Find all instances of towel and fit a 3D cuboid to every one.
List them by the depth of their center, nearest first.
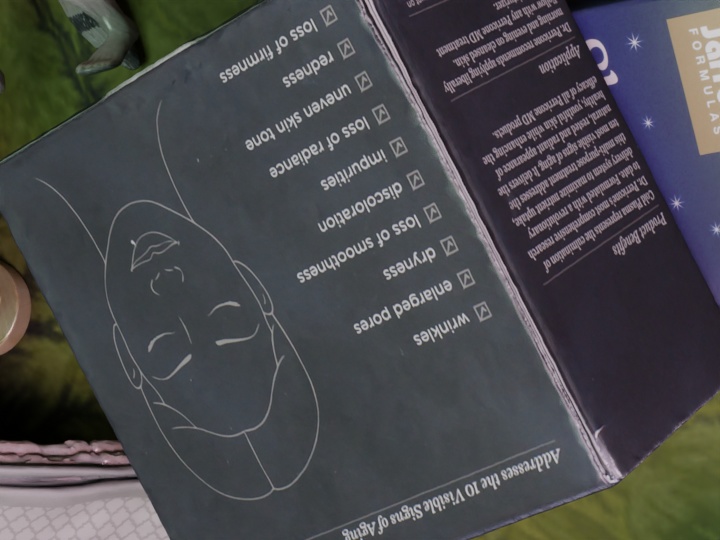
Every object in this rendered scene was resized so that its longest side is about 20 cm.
[{"bbox_3d":[-0.178,0.155,1.008,0.032,0.199,0.192,55,132,43],"label":"towel"}]

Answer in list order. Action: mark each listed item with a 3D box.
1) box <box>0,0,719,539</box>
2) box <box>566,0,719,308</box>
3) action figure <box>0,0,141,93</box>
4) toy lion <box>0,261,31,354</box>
[{"bbox_3d":[0.000,0.000,0.840,0.199,0.124,0.198,-25,92,38],"label":"box"},{"bbox_3d":[0.097,-0.043,0.860,0.199,0.032,0.122,-9,103,32],"label":"box"},{"bbox_3d":[-0.168,-0.165,0.957,0.199,0.104,0.195,-8,97,59],"label":"action figure"},{"bbox_3d":[-0.256,0.053,1.041,0.199,0.069,0.193,32,95,18],"label":"toy lion"}]
